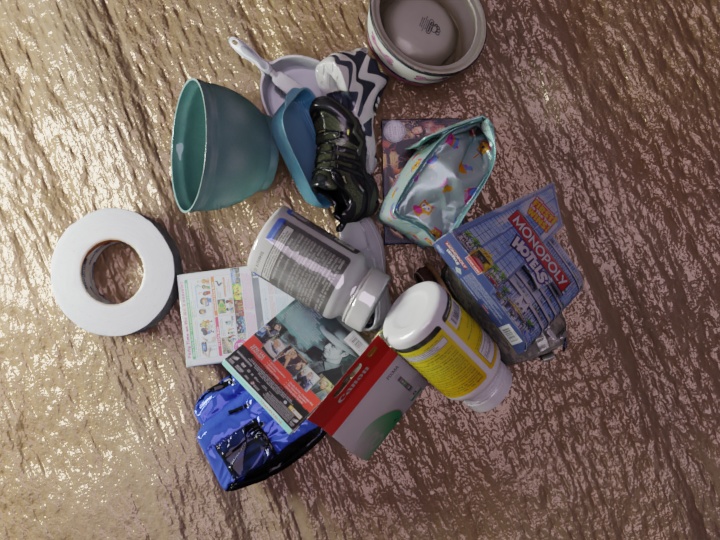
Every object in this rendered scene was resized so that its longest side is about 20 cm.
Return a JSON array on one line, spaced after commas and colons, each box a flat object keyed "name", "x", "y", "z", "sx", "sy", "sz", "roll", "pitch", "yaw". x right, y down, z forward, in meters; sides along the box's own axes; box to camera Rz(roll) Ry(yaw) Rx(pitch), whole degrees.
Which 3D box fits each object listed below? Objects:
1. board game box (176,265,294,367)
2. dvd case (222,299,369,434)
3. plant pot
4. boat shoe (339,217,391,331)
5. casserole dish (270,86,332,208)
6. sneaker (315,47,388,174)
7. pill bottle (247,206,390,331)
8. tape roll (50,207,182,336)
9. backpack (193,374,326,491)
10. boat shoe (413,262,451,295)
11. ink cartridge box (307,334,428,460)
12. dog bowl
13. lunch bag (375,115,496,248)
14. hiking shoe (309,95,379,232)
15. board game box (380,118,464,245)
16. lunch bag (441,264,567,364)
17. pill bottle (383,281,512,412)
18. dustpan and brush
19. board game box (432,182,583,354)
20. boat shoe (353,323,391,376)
[{"name": "board game box", "x": -0.186, "y": 0.070, "z": 1.328, "sx": 0.196, "sy": 0.064, "sz": 0.150, "roll": -6, "pitch": 87, "yaw": -3}, {"name": "dvd case", "x": -0.089, "y": 0.129, "z": 1.234, "sx": 0.146, "sy": 0.022, "sz": 0.200, "roll": 43, "pitch": 53, "yaw": 6}, {"name": "plant pot", "x": -0.206, "y": -0.189, "z": 1.286, "sx": 0.132, "sy": 0.200, "sz": 0.204, "roll": 1, "pitch": 88, "yaw": -28}, {"name": "boat shoe", "x": 0.000, "y": 0.000, "z": 1.324, "sx": 0.071, "sy": 0.068, "sz": 0.204, "roll": -7, "pitch": 91, "yaw": 19}, {"name": "casserole dish", "x": -0.083, "y": -0.189, "z": 1.297, "sx": 0.038, "sy": 0.122, "sz": 0.202, "roll": -6, "pitch": 126, "yaw": 31}, {"name": "sneaker", "x": 0.008, "y": -0.264, "z": 1.331, "sx": 0.129, "sy": 0.079, "sz": 0.201, "roll": -41, "pitch": 117, "yaw": -39}, {"name": "pill bottle", "x": -0.061, "y": 0.000, "z": 1.243, "sx": 0.198, "sy": 0.114, "sz": 0.115, "roll": 31, "pitch": 88, "yaw": 5}, {"name": "tape roll", "x": -0.390, "y": 0.004, "z": 1.325, "sx": 0.197, "sy": 0.066, "sz": 0.204, "roll": 0, "pitch": 89, "yaw": -1}, {"name": "backpack", "x": -0.144, "y": 0.226, "z": 1.275, "sx": 0.198, "sy": 0.163, "sz": 0.169, "roll": -30, "pitch": 86, "yaw": -1}, {"name": "boat shoe", "x": 0.134, "y": 0.089, "z": 1.328, "sx": 0.070, "sy": 0.070, "sz": 0.202, "roll": -29, "pitch": 89, "yaw": -4}, {"name": "ink cartridge box", "x": 0.018, "y": 0.195, "z": 1.238, "sx": 0.050, "sy": 0.200, "sz": 0.161, "roll": 38, "pitch": 85, "yaw": 25}, {"name": "dog bowl", "x": 0.098, "y": -0.387, "z": 1.317, "sx": 0.197, "sy": 0.074, "sz": 0.204, "roll": 5, "pitch": 73, "yaw": -17}, {"name": "lunch bag", "x": 0.119, "y": -0.143, "z": 1.250, "sx": 0.121, "sy": 0.170, "sz": 0.202, "roll": 30, "pitch": 89, "yaw": -7}, {"name": "hiking shoe", "x": -0.037, "y": -0.165, "z": 1.260, "sx": 0.075, "sy": 0.100, "sz": 0.202, "roll": -13, "pitch": 105, "yaw": 40}, {"name": "board game box", "x": 0.102, "y": -0.146, "z": 1.353, "sx": 0.133, "sy": 0.035, "sz": 0.204, "roll": -2, "pitch": 88, "yaw": -1}, {"name": "lunch bag", "x": 0.229, "y": 0.046, "z": 1.283, "sx": 0.138, "sy": 0.168, "sz": 0.202, "roll": -29, "pitch": 89, "yaw": -2}, {"name": "pill bottle", "x": 0.134, "y": 0.118, "z": 1.216, "sx": 0.113, "sy": 0.112, "sz": 0.200, "roll": -47, "pitch": 115, "yaw": -2}, {"name": "dustpan and brush", "x": -0.131, "y": -0.309, "z": 1.341, "sx": 0.199, "sy": 0.057, "sz": 0.140, "roll": 37, "pitch": 88, "yaw": 0}, {"name": "board game box", "x": 0.237, "y": -0.023, "z": 1.181, "sx": 0.199, "sy": 0.062, "sz": 0.201, "roll": -40, "pitch": 93, "yaw": -27}, {"name": "boat shoe", "x": 0.055, "y": 0.106, "z": 1.305, "sx": 0.203, "sy": 0.072, "sz": 0.060, "roll": -53, "pitch": 54, "yaw": 18}]
